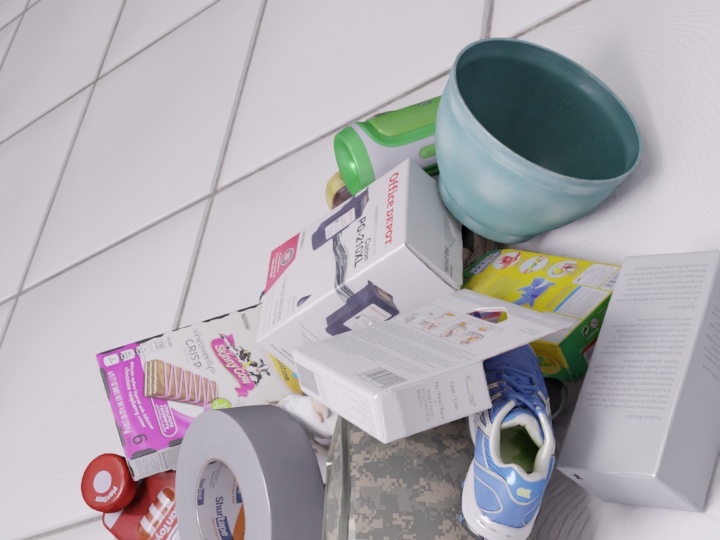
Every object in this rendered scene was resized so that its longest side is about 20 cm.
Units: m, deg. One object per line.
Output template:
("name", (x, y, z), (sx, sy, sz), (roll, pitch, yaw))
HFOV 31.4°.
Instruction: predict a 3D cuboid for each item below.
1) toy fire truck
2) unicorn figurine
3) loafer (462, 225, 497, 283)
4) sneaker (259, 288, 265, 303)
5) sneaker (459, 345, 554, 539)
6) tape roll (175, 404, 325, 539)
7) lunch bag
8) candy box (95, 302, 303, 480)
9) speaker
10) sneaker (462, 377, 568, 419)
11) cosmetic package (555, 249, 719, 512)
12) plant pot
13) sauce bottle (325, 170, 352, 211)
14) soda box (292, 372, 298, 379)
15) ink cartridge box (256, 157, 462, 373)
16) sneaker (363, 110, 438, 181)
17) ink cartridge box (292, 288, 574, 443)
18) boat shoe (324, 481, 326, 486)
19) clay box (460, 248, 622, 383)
("toy fire truck", (-0.201, 0.239, 1.439), (0.168, 0.112, 0.200), (34, 87, 33))
("unicorn figurine", (-0.024, 0.141, 1.263), (0.200, 0.137, 0.074), (-22, 43, 37))
("loafer", (0.106, -0.020, 1.322), (0.072, 0.063, 0.200), (-14, 49, 45))
("sneaker", (-0.042, 0.030, 1.456), (0.200, 0.076, 0.077), (-40, 42, 42))
("sneaker", (0.127, 0.123, 1.024), (0.200, 0.076, 0.077), (-85, 14, -46))
("tape roll", (-0.111, 0.234, 1.264), (0.200, 0.066, 0.200), (7, 98, 56))
("lunch bag", (0.052, 0.224, 1.052), (0.118, 0.164, 0.200), (104, 171, -46))
("candy box", (-0.172, 0.129, 1.396), (0.200, 0.061, 0.136), (-17, 61, -12))
("speaker", (0.076, -0.143, 1.373), (0.200, 0.089, 0.088), (-20, 31, -14))
("sneaker", (0.086, 0.118, 1.159), (0.200, 0.079, 0.075), (-13, 14, 19))
("cosmetic package", (0.245, 0.087, 1.043), (0.101, 0.071, 0.200), (-3, 57, 50))
("plant pot", (0.154, -0.112, 1.257), (0.200, 0.200, 0.134), (-92, 24, -44))
("sauce bottle", (-0.001, -0.073, 1.450), (0.066, 0.066, 0.200), (-50, 15, 5))
("soda box", (0.016, 0.051, 1.367), (0.200, 0.064, 0.068), (-57, 33, -8))
("ink cartridge box", (0.000, 0.000, 1.286), (0.200, 0.084, 0.145), (-33, 31, 28))
("sneaker", (0.049, -0.154, 1.509), (0.200, 0.078, 0.077), (11, 59, 53))
("ink cartridge box", (0.057, 0.074, 1.058), (0.176, 0.045, 0.200), (-17, 13, -18))
("boat shoe", (-0.005, 0.219, 1.238), (0.200, 0.060, 0.076), (-28, 40, 32))
("clay box", (0.156, 0.036, 1.192), (0.115, 0.048, 0.200), (-40, 26, -24))
